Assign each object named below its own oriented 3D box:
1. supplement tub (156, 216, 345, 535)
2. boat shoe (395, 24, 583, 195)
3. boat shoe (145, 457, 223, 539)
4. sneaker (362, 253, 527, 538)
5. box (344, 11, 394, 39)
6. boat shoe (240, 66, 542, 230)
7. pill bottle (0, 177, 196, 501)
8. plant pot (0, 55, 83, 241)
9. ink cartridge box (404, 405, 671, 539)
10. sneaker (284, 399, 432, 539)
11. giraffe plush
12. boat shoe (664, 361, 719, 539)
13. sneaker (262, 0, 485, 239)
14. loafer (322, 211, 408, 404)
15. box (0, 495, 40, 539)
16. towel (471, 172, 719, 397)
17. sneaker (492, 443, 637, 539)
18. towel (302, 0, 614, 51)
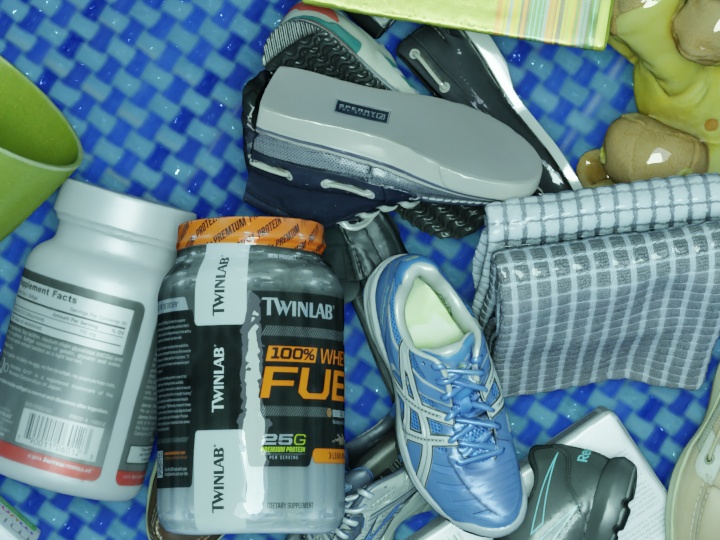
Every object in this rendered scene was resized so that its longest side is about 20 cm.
[{"bbox_3d":[-0.071,0.070,1.402,0.122,0.123,0.200,0,84,-3],"label":"supplement tub"},{"bbox_3d":[0.098,-0.089,1.501,0.060,0.074,0.200,-33,90,-2],"label":"boat shoe"},{"bbox_3d":[-0.088,0.109,1.496,0.075,0.075,0.203,29,90,-4],"label":"boat shoe"},{"bbox_3d":[0.055,0.082,1.425,0.076,0.077,0.200,-23,84,-13],"label":"sneaker"},{"bbox_3d":[-0.011,-0.278,1.463,0.200,0.124,0.149,43,90,-3],"label":"box"},{"bbox_3d":[0.015,-0.064,1.428,0.200,0.075,0.093,18,132,5],"label":"boat shoe"},{"bbox_3d":[-0.180,0.046,1.469,0.116,0.116,0.200,15,91,-3],"label":"pill bottle"},{"bbox_3d":[-0.317,-0.051,1.443,0.187,0.187,0.200,38,105,-4],"label":"plant pot"},{"bbox_3d":[0.139,0.223,1.527,0.200,0.045,0.176,-34,93,-1],"label":"ink cartridge box"},{"bbox_3d":[-0.009,0.159,1.487,0.077,0.085,0.200,35,81,37],"label":"sneaker"},{"bbox_3d":[0.216,-0.111,1.484,0.200,0.173,0.162,13,103,-37],"label":"giraffe plush"},{"bbox_3d":[0.267,0.130,1.497,0.072,0.065,0.200,26,75,-18],"label":"boat shoe"},{"bbox_3d":[0.021,-0.112,1.488,0.200,0.093,0.070,43,119,-14],"label":"sneaker"},{"bbox_3d":[0.000,0.000,1.500,0.070,0.068,0.201,-33,97,-11],"label":"loafer"},{"bbox_3d":[-0.350,0.183,1.474,0.200,0.097,0.177,41,89,-3],"label":"box"},{"bbox_3d":[0.159,0.019,1.443,0.165,0.200,0.086,-10,63,-4],"label":"towel"},{"bbox_3d":[0.123,0.213,1.478,0.079,0.075,0.200,19,83,12],"label":"sneaker"},{"bbox_3d":[0.066,-0.197,1.399,0.200,0.018,0.086,9,88,0],"label":"towel"}]
